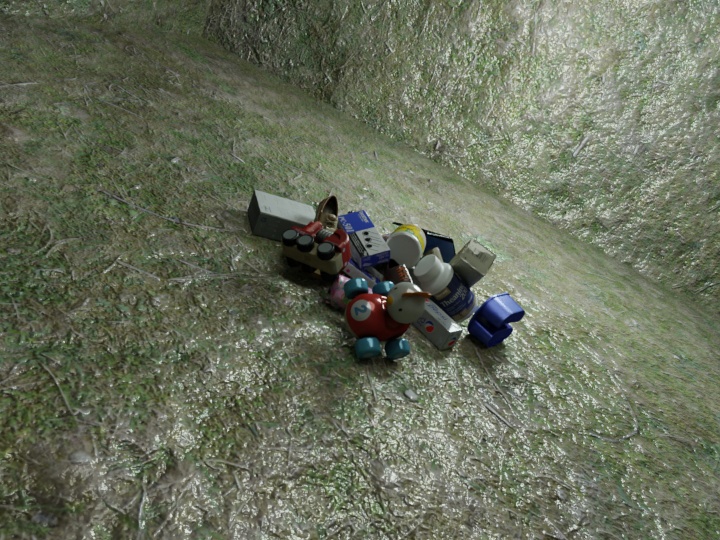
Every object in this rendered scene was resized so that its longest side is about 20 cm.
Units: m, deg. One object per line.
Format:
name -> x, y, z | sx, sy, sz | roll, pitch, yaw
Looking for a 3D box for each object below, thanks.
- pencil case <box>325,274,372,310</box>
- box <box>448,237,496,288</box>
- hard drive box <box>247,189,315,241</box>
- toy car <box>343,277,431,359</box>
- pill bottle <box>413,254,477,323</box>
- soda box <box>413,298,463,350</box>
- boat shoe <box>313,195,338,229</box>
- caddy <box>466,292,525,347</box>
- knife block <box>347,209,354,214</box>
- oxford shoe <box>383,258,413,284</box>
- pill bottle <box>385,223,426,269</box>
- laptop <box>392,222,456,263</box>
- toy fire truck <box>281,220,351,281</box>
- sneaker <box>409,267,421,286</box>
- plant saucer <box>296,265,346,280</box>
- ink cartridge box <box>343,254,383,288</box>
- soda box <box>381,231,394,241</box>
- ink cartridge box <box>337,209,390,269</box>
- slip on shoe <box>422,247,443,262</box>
pencil case -> 0.011, 0.084, 1.497 | 0.197, 0.089, 0.088 | 23, 24, -7
box -> 0.315, -0.008, 1.698 | 0.094, 0.078, 0.200 | 36, -20, 2
hard drive box -> -0.231, -0.155, 1.734 | 0.197, 0.078, 0.157 | 14, 27, -25
toy car -> 0.076, 0.084, 1.336 | 0.174, 0.200, 0.188 | 7, 58, -35
pill bottle -> 0.244, 0.051, 1.666 | 0.200, 0.110, 0.112 | 46, 16, -23
soda box -> 0.189, 0.131, 1.597 | 0.067, 0.064, 0.200 | -4, 37, -46
boat shoe -> -0.102, -0.137, 1.669 | 0.075, 0.072, 0.203 | 18, 54, -24
caddy -> 0.394, 0.138, 1.694 | 0.105, 0.143, 0.198 | 43, 28, 28
knife block -> -0.060, -0.111, 1.831 | 0.064, 0.175, 0.201 | 47, 64, -16
oxford shoe -> 0.108, 0.027, 1.573 | 0.070, 0.074, 0.200 | -6, 22, -19
pill bottle -> 0.141, -0.080, 1.739 | 0.111, 0.114, 0.200 | 28, 19, 5
laptop -> 0.221, -0.084, 1.942 | 0.197, 0.105, 0.176 | 7, 10, -41
toy fire truck -> -0.089, -0.075, 1.526 | 0.173, 0.130, 0.200 | 20, 49, 26
sneaker -> 0.184, 0.018, 1.806 | 0.110, 0.074, 0.200 | 2, 32, -40
plant saucer -> -0.131, -0.027, 1.628 | 0.197, 0.036, 0.201 | 23, 24, -11
ink cartridge box -> 0.000, 0.000, 1.644 | 0.199, 0.037, 0.095 | 39, 19, -16
soda box -> 0.089, -0.081, 1.863 | 0.062, 0.072, 0.200 | -12, 5, 20
ink cartridge box -> 0.006, -0.093, 1.668 | 0.092, 0.045, 0.201 | -14, 45, -16
slip on shoe -> 0.254, 0.026, 1.831 | 0.076, 0.060, 0.204 | 43, 28, -72
